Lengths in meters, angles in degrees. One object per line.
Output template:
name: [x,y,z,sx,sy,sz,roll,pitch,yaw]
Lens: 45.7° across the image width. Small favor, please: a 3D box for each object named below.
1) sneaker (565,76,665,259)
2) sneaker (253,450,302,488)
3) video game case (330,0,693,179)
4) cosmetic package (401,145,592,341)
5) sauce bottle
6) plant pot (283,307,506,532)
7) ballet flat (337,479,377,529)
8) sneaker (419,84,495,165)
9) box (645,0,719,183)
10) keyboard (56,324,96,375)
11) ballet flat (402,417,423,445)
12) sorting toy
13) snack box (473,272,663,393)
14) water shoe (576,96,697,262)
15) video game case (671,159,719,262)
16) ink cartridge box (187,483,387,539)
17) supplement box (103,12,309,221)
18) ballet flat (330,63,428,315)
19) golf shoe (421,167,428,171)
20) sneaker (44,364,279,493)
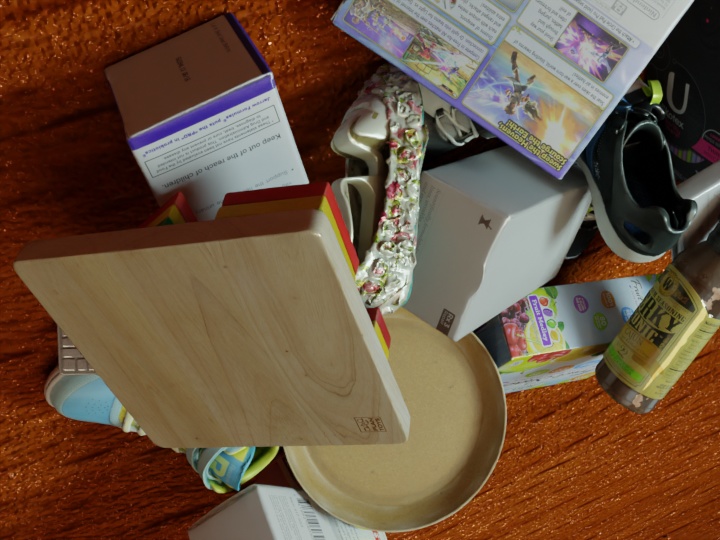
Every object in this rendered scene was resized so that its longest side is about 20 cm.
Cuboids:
sneaker: [0.217,-0.083,0.775,0.071,0.083,0.202,-8,129,-22]
sneaker: [-0.036,0.164,0.847,0.199,0.075,0.105,-31,136,-9]
video game case: [0.110,-0.194,0.587,0.199,0.045,0.182,33,109,-5]
cosmetic package: [0.112,-0.033,0.701,0.199,0.081,0.114,-20,136,-53]
sauce bottle: [0.274,0.027,0.719,0.064,0.065,0.201,11,118,-34]
plant pot: [0.029,0.126,0.751,0.198,0.027,0.202,0,92,-3]
ballet flat: [0.044,0.215,0.843,0.066,0.068,0.200,-9,165,21]
sneaker: [0.100,-0.141,0.665,0.200,0.089,0.074,-43,135,11]
box: [0.323,-0.173,0.731,0.105,0.123,0.201,-20,133,-10]
keyboard: [-0.151,0.060,0.716,0.198,0.057,0.011,3,147,-30]
ballet flat: [0.070,0.157,0.818,0.200,0.072,0.072,25,112,-45]
sorting toy: [-0.082,0.031,0.561,0.197,0.070,0.201,-5,135,18]
snack box: [0.183,0.070,0.843,0.198,0.068,0.169,-5,160,-24]
water shoe: [0.205,-0.108,0.671,0.071,0.202,0.079,-14,162,-19]
video game case: [0.362,-0.059,0.747,0.199,0.024,0.182,-31,141,1]
ink cartridge box: [-0.042,0.278,0.756,0.086,0.147,0.200,-34,151,14]
supplement box: [-0.092,-0.060,0.618,0.103,0.101,0.201,-26,133,-6]
ballet flat: [0.009,-0.068,0.614,0.064,0.202,0.075,15,157,-37]
golf shoe: [0.000,0.000,0.732,0.199,0.078,0.095,-32,134,0]
sneaker: [-0.154,0.126,0.713,0.198,0.131,0.080,2,127,-29]
